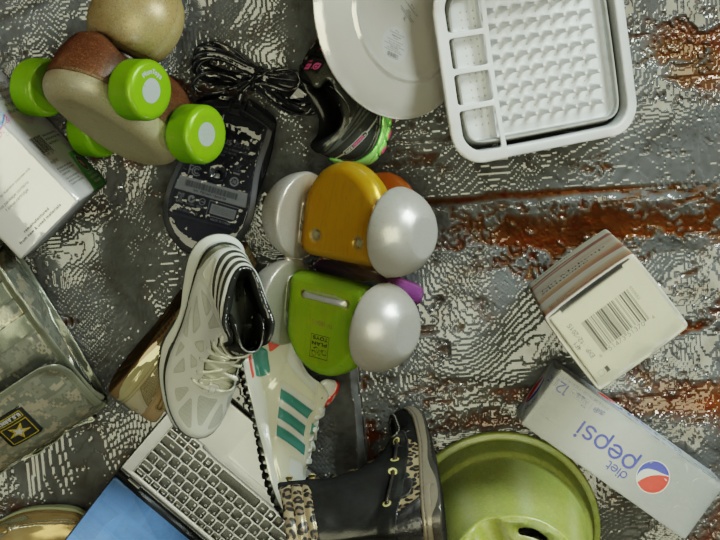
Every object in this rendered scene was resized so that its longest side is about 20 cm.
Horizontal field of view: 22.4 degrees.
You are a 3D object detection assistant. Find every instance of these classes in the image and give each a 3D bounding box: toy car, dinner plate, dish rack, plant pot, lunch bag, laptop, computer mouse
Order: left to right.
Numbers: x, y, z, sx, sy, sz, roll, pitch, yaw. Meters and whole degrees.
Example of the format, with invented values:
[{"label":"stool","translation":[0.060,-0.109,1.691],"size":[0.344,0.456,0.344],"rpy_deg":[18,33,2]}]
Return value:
[{"label":"lunch bag","translation":[-0.358,0.096,1.744],"size":[0.164,0.118,0.200],"rpy_deg":[-32,102,4]},{"label":"toy car","translation":[-0.200,-0.213,1.686],"size":[0.164,0.158,0.200],"rpy_deg":[6,69,39]},{"label":"laptop","translation":[-0.153,0.245,1.761],"size":[0.187,0.116,0.200],"rpy_deg":[41,97,-5]},{"label":"computer mouse","translation":[-0.124,-0.106,1.748],"size":[0.138,0.053,0.200],"rpy_deg":[21,85,0]},{"label":"toy car","translation":[0.000,0.000,1.714],"size":[0.175,0.150,0.201],"rpy_deg":[13,95,34]},{"label":"dinner plate","translation":[0.039,-0.240,1.674],"size":[0.200,0.024,0.201],"rpy_deg":[-1,91,-39]},{"label":"plant pot","translation":[0.139,0.271,1.726],"size":[0.200,0.184,0.201],"rpy_deg":[0,99,1]},{"label":"dish rack","translation":[0.157,-0.198,1.704],"size":[0.200,0.044,0.172],"rpy_deg":[-12,98,-21]}]

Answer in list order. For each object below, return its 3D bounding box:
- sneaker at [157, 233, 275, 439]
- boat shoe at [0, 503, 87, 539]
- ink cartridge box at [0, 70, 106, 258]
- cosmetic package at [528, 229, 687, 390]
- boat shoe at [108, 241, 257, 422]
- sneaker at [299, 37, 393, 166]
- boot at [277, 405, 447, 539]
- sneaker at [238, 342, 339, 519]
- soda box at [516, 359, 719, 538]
[{"label":"sneaker","translation":[-0.133,0.077,1.673],"size":[0.075,0.115,0.201],"rpy_deg":[3,109,-21]},{"label":"boat shoe","translation":[-0.359,0.284,1.788],"size":[0.199,0.076,0.072],"rpy_deg":[-17,97,3]},{"label":"ink cartridge box","translation":[-0.344,-0.119,1.697],"size":[0.084,0.145,0.200],"rpy_deg":[-43,95,8]},{"label":"cosmetic package","translation":[0.224,0.032,1.684],"size":[0.103,0.200,0.087],"rpy_deg":[-37,95,4]},{"label":"boat shoe","translation":[-0.160,0.059,1.763],"size":[0.064,0.071,0.200],"rpy_deg":[38,102,-14]},{"label":"sneaker","translation":[-0.014,-0.198,1.699],"size":[0.084,0.077,0.201],"rpy_deg":[1,87,-29]},{"label":"boot","translation":[-0.002,0.201,1.708],"size":[0.150,0.200,0.073],"rpy_deg":[-10,120,-1]},{"label":"sneaker","translation":[-0.059,0.145,1.760],"size":[0.093,0.070,0.200],"rpy_deg":[-13,86,-7]},{"label":"soda box","translation":[0.251,0.173,1.771],"size":[0.200,0.063,0.068],"rpy_deg":[35,96,-4]}]
